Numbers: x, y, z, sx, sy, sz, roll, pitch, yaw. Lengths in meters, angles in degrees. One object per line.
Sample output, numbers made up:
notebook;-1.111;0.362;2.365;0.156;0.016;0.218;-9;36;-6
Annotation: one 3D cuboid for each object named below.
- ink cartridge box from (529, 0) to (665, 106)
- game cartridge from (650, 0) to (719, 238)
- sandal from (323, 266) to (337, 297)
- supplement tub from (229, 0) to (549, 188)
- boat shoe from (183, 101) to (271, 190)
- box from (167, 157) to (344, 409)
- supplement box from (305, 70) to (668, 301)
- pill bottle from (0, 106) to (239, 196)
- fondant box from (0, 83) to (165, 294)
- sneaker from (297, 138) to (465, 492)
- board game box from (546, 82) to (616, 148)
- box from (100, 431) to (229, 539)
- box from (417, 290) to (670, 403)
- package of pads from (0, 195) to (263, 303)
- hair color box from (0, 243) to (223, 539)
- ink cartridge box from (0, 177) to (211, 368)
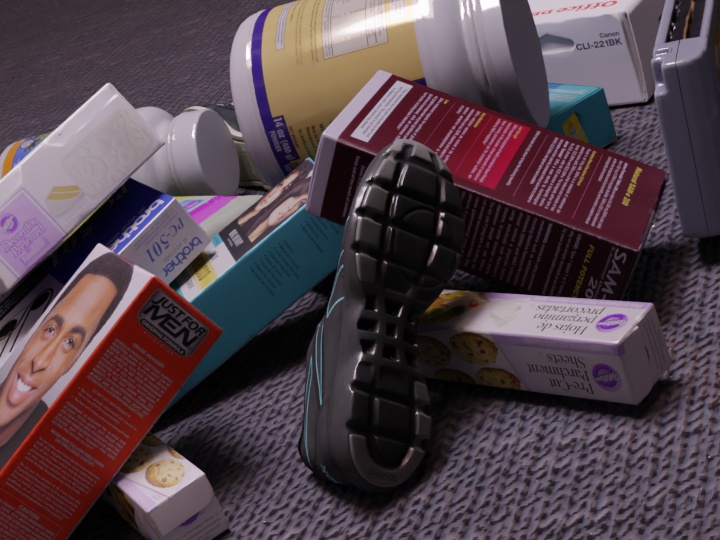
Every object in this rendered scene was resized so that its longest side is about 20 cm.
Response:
ink cartridge box;0.209;-0.215;1.234;0.144;0.084;0.200;-2;28;36
game cartridge;0.223;-0.109;0.921;0.041;0.134;0.200;-11;25;23
sandal;0.000;0.000;1.003;0.076;0.043;0.200;-19;14;-15
supplement tub;0.023;-0.137;1.021;0.199;0.146;0.146;-13;24;19
boat shoe;-0.092;-0.121;1.300;0.066;0.075;0.199;-30;25;-26
box;-0.088;0.012;0.954;0.200;0.049;0.082;-40;21;-1
supplement box;0.080;-0.048;0.881;0.199;0.061;0.109;21;34;11
pill bottle;-0.213;-0.082;1.265;0.199;0.112;0.112;-12;24;21
fondant box;-0.225;-0.047;0.999;0.144;0.058;0.200;-46;10;-17
sneaker;0.002;0.023;0.798;0.079;0.075;0.201;-14;60;57
board game box;0.074;-0.084;1.106;0.200;0.047;0.151;-32;25;-24
box;-0.141;0.116;0.854;0.041;0.039;0.200;-31;25;-21
box;0.079;0.039;0.815;0.200;0.042;0.039;4;35;44
package of pads;-0.178;0.002;1.106;0.200;0.068;0.154;1;30;43
hair color box;-0.177;0.087;0.823;0.200;0.061;0.101;-53;30;-9
ink cartridge box;-0.197;0.028;0.953;0.200;0.044;0.094;-46;28;-12
